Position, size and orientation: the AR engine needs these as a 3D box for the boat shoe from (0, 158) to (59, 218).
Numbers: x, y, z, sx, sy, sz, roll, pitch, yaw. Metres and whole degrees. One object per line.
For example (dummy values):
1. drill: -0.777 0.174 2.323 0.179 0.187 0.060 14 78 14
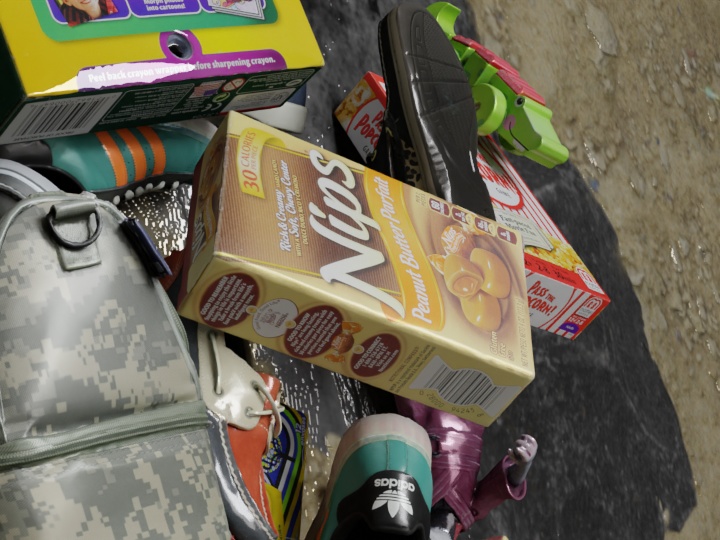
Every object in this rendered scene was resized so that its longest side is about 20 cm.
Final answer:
1. boat shoe: -0.153 0.034 0.778 0.202 0.068 0.057 62 1 -13

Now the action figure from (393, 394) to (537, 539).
1. action figure: 0.052 0.123 1.046 0.149 0.132 0.203 99 -3 -78

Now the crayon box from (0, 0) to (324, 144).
1. crayon box: -0.137 -0.168 0.809 0.198 0.058 0.174 -13 75 -42

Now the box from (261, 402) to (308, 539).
1. box: -0.080 0.174 0.849 0.064 0.070 0.202 27 55 -40

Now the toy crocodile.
1. toy crocodile: 0.101 -0.145 1.165 0.067 0.062 0.200 22 20 -39

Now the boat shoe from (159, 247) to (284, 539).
1. boat shoe: -0.075 0.067 0.815 0.071 0.062 0.201 70 -1 -53

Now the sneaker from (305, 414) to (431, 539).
1. sneaker: 0.000 0.181 0.861 0.080 0.070 0.202 -86 -176 -51

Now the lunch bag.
1. lunch bag: -0.167 0.068 0.675 0.138 0.199 0.170 -10 83 -48

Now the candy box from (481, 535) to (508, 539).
1. candy box: 0.093 0.274 0.990 0.201 0.115 0.056 54 39 -22

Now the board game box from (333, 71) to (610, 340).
1. board game box: 0.081 -0.047 1.095 0.151 0.046 0.201 18 32 -47

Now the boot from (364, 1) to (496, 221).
1. boot: 0.009 -0.064 0.996 0.073 0.149 0.203 -12 86 -52

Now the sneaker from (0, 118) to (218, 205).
1. sneaker: -0.157 -0.064 0.863 0.199 0.071 0.081 13 81 -52

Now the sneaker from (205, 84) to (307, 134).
1. sneaker: -0.094 -0.139 0.936 0.200 0.074 0.086 3 92 -68

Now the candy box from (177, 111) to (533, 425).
1. candy box: 0.000 0.000 0.838 0.198 0.055 0.116 22 42 -20
